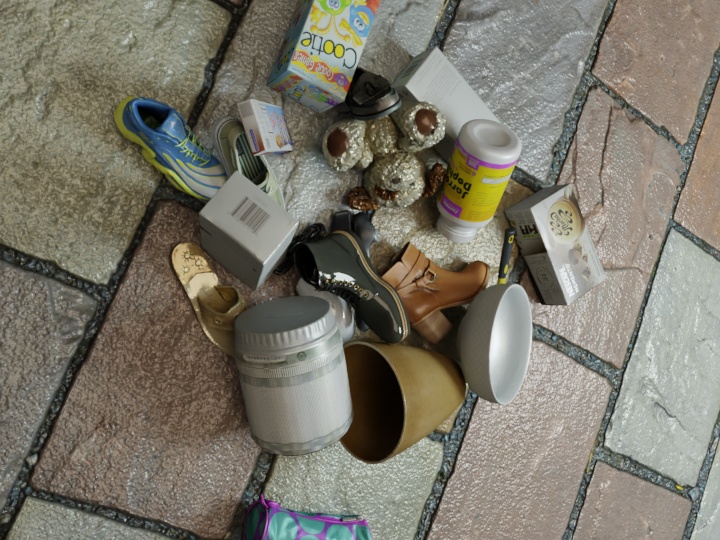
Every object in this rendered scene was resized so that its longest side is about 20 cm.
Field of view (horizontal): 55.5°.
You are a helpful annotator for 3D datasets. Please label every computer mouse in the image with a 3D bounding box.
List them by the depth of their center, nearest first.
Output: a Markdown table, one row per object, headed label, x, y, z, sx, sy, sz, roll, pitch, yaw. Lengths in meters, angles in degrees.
| label | x | y | z | sx | sy | sz | roll | pitch | yaw |
| --- | --- | --- | --- | --- | --- | --- | --- | --- | --- |
| computer mouse | -0.062 | 0.033 | 1.110 | 0.109 | 0.044 | 0.201 | -34 | 104 | -22 |

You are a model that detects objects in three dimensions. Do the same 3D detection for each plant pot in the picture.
| label | x | y | z | sx | sy | sz | roll | pitch | yaw |
| --- | --- | --- | --- | --- | --- | --- | --- | --- | --- |
| plant pot | 0.076 | 0.200 | 1.117 | 0.199 | 0.185 | 0.189 | -2 | 92 | -41 |

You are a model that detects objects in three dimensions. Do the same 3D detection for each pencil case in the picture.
| label | x | y | z | sx | sy | sz | roll | pitch | yaw |
| --- | --- | --- | --- | --- | --- | --- | --- | --- | --- |
| pencil case | -0.081 | 0.416 | 1.082 | 0.198 | 0.085 | 0.093 | 18 | 99 | -25 |

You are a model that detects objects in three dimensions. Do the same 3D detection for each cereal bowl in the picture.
| label | x | y | z | sx | sy | sz | roll | pitch | yaw |
| --- | --- | --- | --- | --- | --- | --- | --- | --- | --- |
| cereal bowl | 0.220 | 0.120 | 1.159 | 0.199 | 0.083 | 0.202 | -12 | 104 | -55 |

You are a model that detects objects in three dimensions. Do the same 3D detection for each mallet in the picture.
| label | x | y | z | sx | sy | sz | roll | pitch | yaw |
| --- | --- | --- | --- | --- | --- | --- | --- | --- | --- |
| mallet | 0.243 | 0.021 | 1.216 | 0.065 | 0.041 | 0.202 | -19 | 126 | -21 |

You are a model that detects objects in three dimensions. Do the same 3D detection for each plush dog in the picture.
| label | x | y | z | sx | sy | sz | roll | pitch | yaw |
| --- | --- | --- | --- | --- | --- | --- | --- | --- | --- |
| plush dog | 0.046 | -0.184 | 1.128 | 0.198 | 0.161 | 0.173 | -14 | 113 | 3 |

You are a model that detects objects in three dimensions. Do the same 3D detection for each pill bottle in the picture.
| label | x | y | z | sx | sy | sz | roll | pitch | yaw |
| --- | --- | --- | --- | --- | --- | --- | --- | --- | --- |
| pill bottle | 0.189 | -0.143 | 1.146 | 0.103 | 0.105 | 0.201 | -11 | 139 | -25 |

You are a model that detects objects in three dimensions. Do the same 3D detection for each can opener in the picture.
| label | x | y | z | sx | sy | sz | roll | pitch | yaw |
| --- | --- | --- | --- | --- | --- | --- | --- | --- | --- |
| can opener | 0.000 | 0.000 | 1.131 | 0.078 | 0.063 | 0.202 | -6 | 88 | 11 |

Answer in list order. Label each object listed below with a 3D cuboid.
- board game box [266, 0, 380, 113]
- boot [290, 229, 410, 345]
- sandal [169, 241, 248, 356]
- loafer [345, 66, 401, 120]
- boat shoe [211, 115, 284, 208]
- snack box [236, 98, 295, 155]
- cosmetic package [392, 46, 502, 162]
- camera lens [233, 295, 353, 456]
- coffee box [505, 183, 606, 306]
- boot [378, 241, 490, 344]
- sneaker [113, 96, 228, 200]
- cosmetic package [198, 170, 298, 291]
| label | x | y | z | sx | sy | sz | roll | pitch | yaw |
| --- | --- | --- | --- | --- | --- | --- | --- | --- | --- |
| board game box | -0.054 | -0.369 | 1.077 | 0.102 | 0.105 | 0.202 | 23 | 81 | -24 |
| boot | -0.020 | 0.036 | 1.025 | 0.201 | 0.077 | 0.138 | 54 | 29 | 12 |
| sandal | -0.211 | 0.051 | 1.024 | 0.077 | 0.069 | 0.213 | -37 | 105 | -20 |
| loafer | 0.005 | -0.278 | 1.054 | 0.071 | 0.200 | 0.063 | -28 | 114 | -4 |
| boat shoe | -0.160 | -0.132 | 1.011 | 0.072 | 0.062 | 0.201 | -36 | 134 | -11 |
| snack box | -0.133 | -0.206 | 0.998 | 0.024 | 0.200 | 0.073 | -16 | 98 | 8 |
| cosmetic package | 0.151 | -0.276 | 1.194 | 0.200 | 0.074 | 0.102 | 45 | 72 | -21 |
| camera lens | -0.098 | 0.157 | 1.014 | 0.159 | 0.160 | 0.202 | -17 | 110 | -24 |
| coffee box | 0.369 | -0.047 | 1.294 | 0.112 | 0.080 | 0.202 | -29 | 102 | -23 |
| boot | 0.130 | 0.008 | 1.183 | 0.155 | 0.074 | 0.200 | 49 | 59 | -10 |
| sneaker | -0.262 | -0.173 | 0.979 | 0.199 | 0.105 | 0.076 | 36 | 76 | -21 |
| cosmetic package | -0.161 | -0.048 | 0.966 | 0.113 | 0.200 | 0.081 | 38 | 72 | 0 |
